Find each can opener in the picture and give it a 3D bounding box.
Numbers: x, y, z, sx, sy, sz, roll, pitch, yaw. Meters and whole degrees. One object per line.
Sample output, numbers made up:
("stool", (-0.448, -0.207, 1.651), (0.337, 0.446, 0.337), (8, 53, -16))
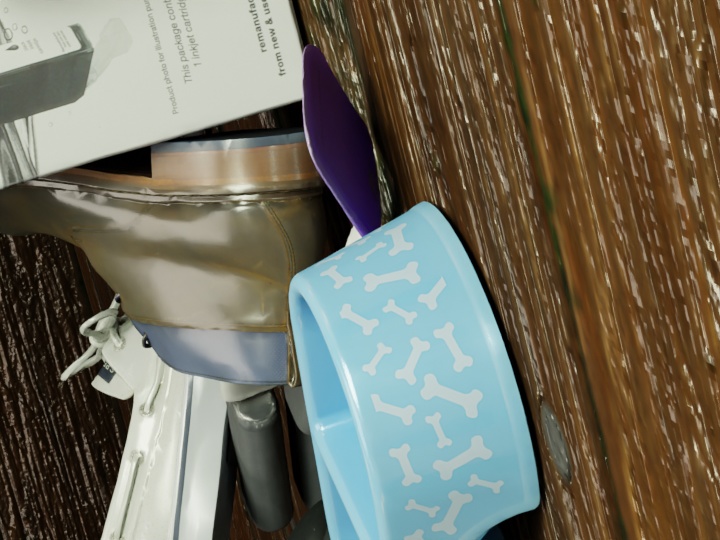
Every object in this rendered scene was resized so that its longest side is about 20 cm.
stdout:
("can opener", (-0.032, 0.065, 1.056), (0.200, 0.053, 0.066), (91, 160, -61))

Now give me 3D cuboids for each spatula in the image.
("spatula", (0.000, 0.000, 0.838), (0.200, 0.021, 0.057), (82, -176, -53))

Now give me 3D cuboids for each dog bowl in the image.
("dog bowl", (0.019, 0.073, 0.784), (0.111, 0.050, 0.200), (-117, 14, -48))

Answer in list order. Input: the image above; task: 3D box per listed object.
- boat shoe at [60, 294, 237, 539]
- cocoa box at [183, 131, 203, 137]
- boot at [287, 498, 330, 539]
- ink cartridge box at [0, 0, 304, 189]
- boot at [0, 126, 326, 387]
("boat shoe", (-0.097, 0.045, 1.117), (0.075, 0.086, 0.202), (47, -132, -82))
("cocoa box", (-0.157, -0.134, 1.194), (0.200, 0.131, 0.133), (96, 155, -67))
("boot", (-0.070, 0.175, 0.981), (0.073, 0.162, 0.198), (12, -94, -63))
("ink cartridge box", (-0.134, -0.087, 0.933), (0.144, 0.200, 0.084), (-137, 32, -73))
("boot", (-0.090, -0.002, 0.954), (0.200, 0.075, 0.097), (-2, 97, 46))
